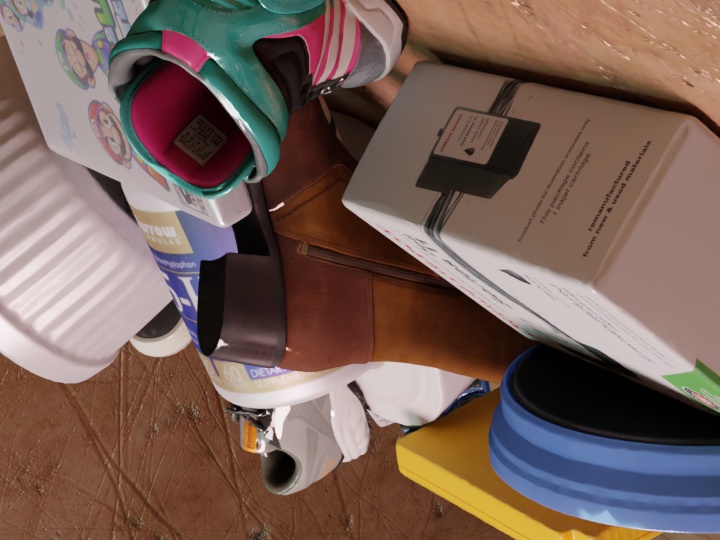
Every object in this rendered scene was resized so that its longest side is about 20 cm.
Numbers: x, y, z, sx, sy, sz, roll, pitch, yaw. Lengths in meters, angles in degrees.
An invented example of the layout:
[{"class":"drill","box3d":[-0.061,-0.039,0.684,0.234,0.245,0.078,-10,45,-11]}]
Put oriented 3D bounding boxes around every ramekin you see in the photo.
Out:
[{"class":"ramekin","box3d":[-0.179,-0.045,1.128,0.200,0.105,0.200,50,-166,-18]}]

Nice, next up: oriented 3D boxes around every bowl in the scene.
[{"class":"bowl","box3d":[0.159,0.066,0.914,0.199,0.040,0.201,-4,-164,1]}]

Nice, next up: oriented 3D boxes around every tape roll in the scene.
[{"class":"tape roll","box3d":[0.000,0.000,1.213,0.202,0.071,0.203,38,156,21]}]

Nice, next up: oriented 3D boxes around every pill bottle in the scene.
[{"class":"pill bottle","box3d":[-0.061,-0.038,1.043,0.120,0.119,0.201,22,140,57]}]

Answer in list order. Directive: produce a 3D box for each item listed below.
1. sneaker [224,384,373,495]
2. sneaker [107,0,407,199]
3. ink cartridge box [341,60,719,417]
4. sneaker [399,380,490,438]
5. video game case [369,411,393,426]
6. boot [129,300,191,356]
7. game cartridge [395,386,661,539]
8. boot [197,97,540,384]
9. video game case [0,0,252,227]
[{"class":"sneaker","box3d":[-0.052,0.066,1.220,0.074,0.079,0.201,28,149,42]},{"class":"sneaker","box3d":[-0.044,-0.085,0.826,0.083,0.121,0.200,30,176,18]},{"class":"ink cartridge box","box3d":[0.105,-0.013,0.856,0.146,0.083,0.200,35,173,-32]},{"class":"sneaker","box3d":[0.073,0.076,1.447,0.075,0.201,0.078,-26,144,29]},{"class":"video game case","box3d":[-0.018,0.013,1.427,0.182,0.023,0.201,65,-177,-80]},{"class":"boot","box3d":[-0.104,-0.019,1.333,0.072,0.201,0.144,0,157,19]},{"class":"game cartridge","box3d":[0.150,0.105,1.189,0.176,0.199,0.033,25,132,51]},{"class":"boot","box3d":[0.025,-0.038,0.968,0.199,0.189,0.068,5,172,-23]},{"class":"video game case","box3d":[-0.133,-0.129,0.916,0.182,0.024,0.201,24,138,51]}]
